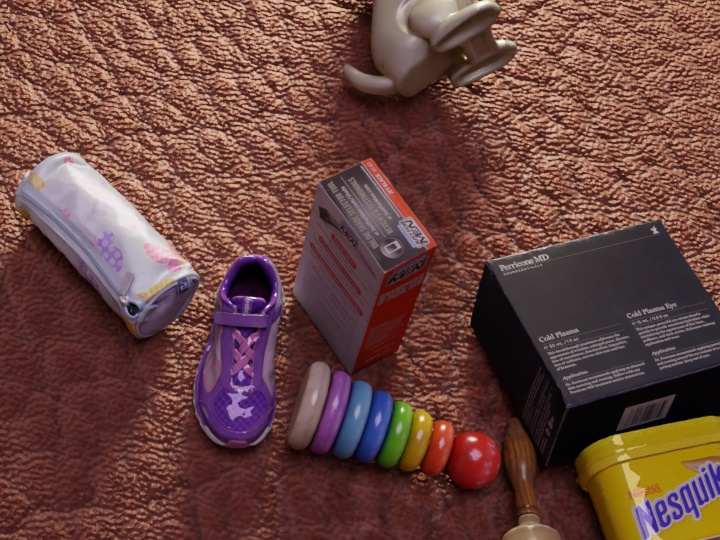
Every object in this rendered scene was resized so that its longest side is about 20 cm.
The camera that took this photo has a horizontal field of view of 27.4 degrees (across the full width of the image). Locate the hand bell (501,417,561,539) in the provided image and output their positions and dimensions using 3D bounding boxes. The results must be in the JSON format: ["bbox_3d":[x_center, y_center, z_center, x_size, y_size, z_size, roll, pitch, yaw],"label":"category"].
[{"bbox_3d":[0.155,0.222,1.368,0.104,0.104,0.200,5,46,-7],"label":"hand bell"}]

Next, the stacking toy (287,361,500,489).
[{"bbox_3d":[0.037,0.152,1.383,0.200,0.085,0.085,17,58,-5],"label":"stacking toy"}]

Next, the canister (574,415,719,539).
[{"bbox_3d":[0.300,0.249,1.362,0.148,0.087,0.200,-10,63,-14],"label":"canister"}]

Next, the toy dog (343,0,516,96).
[{"bbox_3d":[0.055,-0.298,1.622,0.194,0.140,0.200,-32,66,15],"label":"toy dog"}]

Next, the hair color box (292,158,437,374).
[{"bbox_3d":[0.000,0.000,1.390,0.064,0.200,0.111,-27,68,-22],"label":"hair color box"}]

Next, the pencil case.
[{"bbox_3d":[-0.247,-0.025,1.432,0.200,0.083,0.091,45,41,18],"label":"pencil case"}]

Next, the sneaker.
[{"bbox_3d":[-0.112,0.068,1.398,0.080,0.088,0.200,8,60,-6],"label":"sneaker"}]

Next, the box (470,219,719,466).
[{"bbox_3d":[0.237,0.067,1.431,0.200,0.104,0.182,-13,53,-17],"label":"box"}]
